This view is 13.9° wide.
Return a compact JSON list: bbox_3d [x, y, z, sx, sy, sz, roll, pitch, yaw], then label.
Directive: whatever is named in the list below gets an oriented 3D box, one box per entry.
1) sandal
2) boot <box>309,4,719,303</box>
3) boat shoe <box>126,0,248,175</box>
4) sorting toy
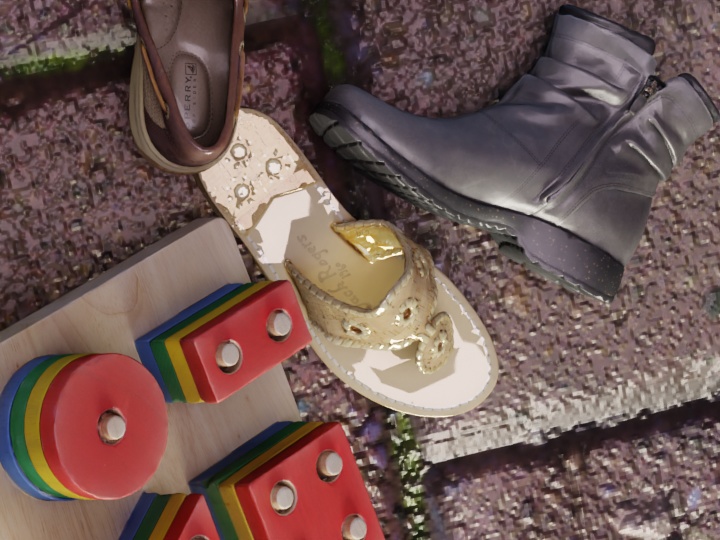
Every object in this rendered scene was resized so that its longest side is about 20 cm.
[{"bbox_3d":[-0.004,0.004,1.494,0.078,0.070,0.212,-45,105,-4],"label":"sandal"},{"bbox_3d":[0.078,-0.081,1.512,0.200,0.070,0.132,28,87,-27],"label":"boot"},{"bbox_3d":[-0.084,-0.149,1.443,0.072,0.072,0.200,1,87,-13],"label":"boat shoe"},{"bbox_3d":[-0.090,0.102,1.438,0.199,0.070,0.200,-32,109,-39],"label":"sorting toy"}]
